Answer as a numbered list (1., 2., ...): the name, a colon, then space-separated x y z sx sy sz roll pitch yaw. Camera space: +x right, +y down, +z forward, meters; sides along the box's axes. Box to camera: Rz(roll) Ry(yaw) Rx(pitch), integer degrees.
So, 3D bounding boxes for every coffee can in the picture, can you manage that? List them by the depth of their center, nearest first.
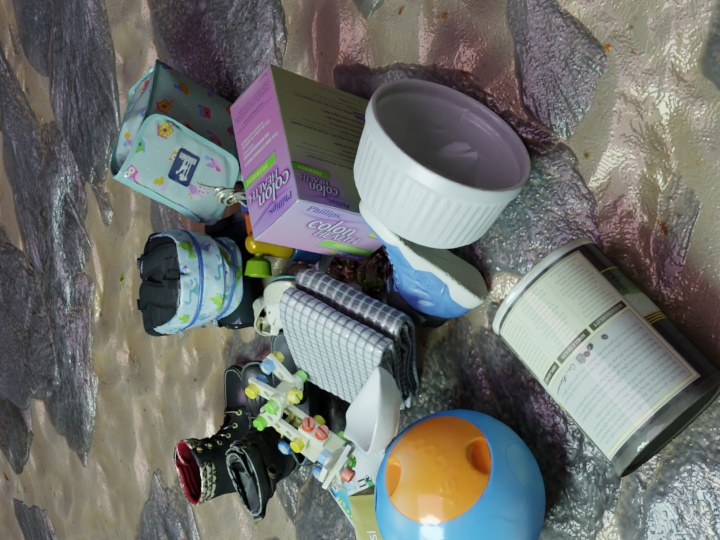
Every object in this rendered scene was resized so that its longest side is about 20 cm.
1. coffee can: 0.254 0.087 0.905 0.201 0.145 0.147 50 125 25

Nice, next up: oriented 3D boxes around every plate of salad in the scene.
1. plate of salad: 0.000 0.000 1.190 0.198 0.048 0.204 6 99 42

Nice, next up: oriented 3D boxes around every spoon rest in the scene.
1. spoon rest: 0.012 0.180 1.050 0.201 0.060 0.101 98 178 -67

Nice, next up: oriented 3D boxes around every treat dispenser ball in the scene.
1. treat dispenser ball: 0.114 0.265 1.017 0.199 0.199 0.204 6 99 41

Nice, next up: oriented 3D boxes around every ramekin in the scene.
1. ramekin: 0.085 -0.118 1.005 0.201 0.198 0.106 50 134 25

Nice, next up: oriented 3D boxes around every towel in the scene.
1. towel: -0.007 0.096 1.125 0.164 0.086 0.201 25 152 23

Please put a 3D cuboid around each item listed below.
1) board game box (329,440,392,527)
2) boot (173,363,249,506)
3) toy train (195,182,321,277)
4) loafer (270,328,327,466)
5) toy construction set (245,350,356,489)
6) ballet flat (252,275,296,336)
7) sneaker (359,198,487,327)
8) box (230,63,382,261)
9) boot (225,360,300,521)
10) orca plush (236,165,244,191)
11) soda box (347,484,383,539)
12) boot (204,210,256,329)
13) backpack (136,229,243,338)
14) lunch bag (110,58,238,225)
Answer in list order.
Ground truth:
1. board game box: 0.032 0.317 1.208 0.201 0.034 0.127 52 124 24
2. boot: -0.213 0.253 1.343 0.072 0.149 0.203 -9 89 41
3. toy train: -0.138 -0.043 1.180 0.084 0.198 0.118 1 84 58
4. loafer: -0.093 0.183 1.274 0.067 0.070 0.204 -16 85 22
5. toy construction set: -0.069 0.211 1.167 0.200 0.091 0.132 44 144 28
6. ballet flat: -0.108 0.056 1.204 0.200 0.066 0.063 141 136 -71
7. sneaker: 0.051 -0.003 1.069 0.111 0.199 0.077 -37 27 35
8. box: -0.056 -0.132 1.110 0.096 0.174 0.203 -37 57 38
9. boot: -0.148 0.238 1.260 0.068 0.174 0.203 -21 89 16
10. orca plush: -0.132 -0.113 1.282 0.198 0.105 0.072 -3 125 39
11. soda box: 0.046 0.381 1.134 0.063 0.067 0.203 -17 84 40
12. boot: -0.167 0.000 1.319 0.199 0.076 0.171 -12 84 49
13. backpack: -0.250 0.012 1.267 0.200 0.151 0.166 146 125 -74
14. lunch bag: -0.266 -0.178 1.281 0.121 0.169 0.202 -32 42 39
